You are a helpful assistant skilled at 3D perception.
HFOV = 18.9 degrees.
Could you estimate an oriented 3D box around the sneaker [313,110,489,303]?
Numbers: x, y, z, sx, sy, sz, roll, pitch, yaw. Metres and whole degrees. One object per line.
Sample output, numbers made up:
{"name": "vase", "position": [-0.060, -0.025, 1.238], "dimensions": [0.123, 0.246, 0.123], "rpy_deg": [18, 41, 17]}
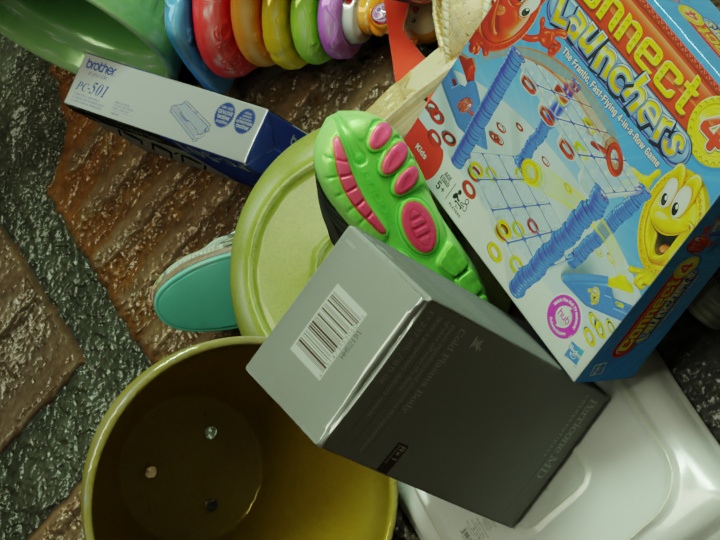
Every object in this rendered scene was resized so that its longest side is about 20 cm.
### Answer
{"name": "sneaker", "position": [0.026, -0.009, 1.332], "dimensions": [0.076, 0.201, 0.084], "rpy_deg": [-21, 15, -6]}

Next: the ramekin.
{"name": "ramekin", "position": [-0.206, -0.223, 1.603], "dimensions": [0.199, 0.200, 0.098], "rpy_deg": [13, 72, 41]}

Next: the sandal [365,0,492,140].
{"name": "sandal", "position": [0.058, -0.162, 1.344], "dimensions": [0.212, 0.070, 0.078], "rpy_deg": [-43, 16, 5]}

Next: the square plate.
{"name": "square plate", "position": [0.114, 0.127, 1.308], "dimensions": [0.198, 0.028, 0.201], "rpy_deg": [-42, 51, 16]}

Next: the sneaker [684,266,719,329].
{"name": "sneaker", "position": [0.209, -0.077, 1.284], "dimensions": [0.114, 0.076, 0.200], "rpy_deg": [-32, 64, 18]}

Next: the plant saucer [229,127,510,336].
{"name": "plant saucer", "position": [0.000, 0.000, 1.399], "dimensions": [0.198, 0.031, 0.202], "rpy_deg": [-1, 87, 21]}

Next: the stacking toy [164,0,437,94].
{"name": "stacking toy", "position": [-0.029, -0.183, 1.521], "dimensions": [0.199, 0.110, 0.117], "rpy_deg": [9, 67, 25]}

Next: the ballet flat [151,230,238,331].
{"name": "ballet flat", "position": [-0.048, -0.013, 1.477], "dimensions": [0.199, 0.069, 0.071], "rpy_deg": [-20, 31, 22]}

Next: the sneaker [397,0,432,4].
{"name": "sneaker", "position": [0.057, -0.270, 1.404], "dimensions": [0.084, 0.075, 0.202], "rpy_deg": [23, 108, 46]}

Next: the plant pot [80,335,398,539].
{"name": "plant pot", "position": [-0.093, 0.136, 1.378], "dimensions": [0.201, 0.199, 0.142], "rpy_deg": [-66, 20, -5]}

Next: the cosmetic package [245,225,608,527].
{"name": "cosmetic package", "position": [0.042, 0.064, 1.241], "dimensions": [0.107, 0.199, 0.090], "rpy_deg": [-55, 46, 8]}

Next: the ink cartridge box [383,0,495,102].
{"name": "ink cartridge box", "position": [0.093, -0.191, 1.425], "dimensions": [0.172, 0.044, 0.201], "rpy_deg": [-15, 61, 14]}

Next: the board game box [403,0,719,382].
{"name": "board game box", "position": [0.137, -0.075, 1.249], "dimensions": [0.200, 0.056, 0.196], "rpy_deg": [54, 127, 29]}

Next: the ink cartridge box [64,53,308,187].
{"name": "ink cartridge box", "position": [-0.112, -0.100, 1.539], "dimensions": [0.199, 0.094, 0.044], "rpy_deg": [20, 83, 41]}
